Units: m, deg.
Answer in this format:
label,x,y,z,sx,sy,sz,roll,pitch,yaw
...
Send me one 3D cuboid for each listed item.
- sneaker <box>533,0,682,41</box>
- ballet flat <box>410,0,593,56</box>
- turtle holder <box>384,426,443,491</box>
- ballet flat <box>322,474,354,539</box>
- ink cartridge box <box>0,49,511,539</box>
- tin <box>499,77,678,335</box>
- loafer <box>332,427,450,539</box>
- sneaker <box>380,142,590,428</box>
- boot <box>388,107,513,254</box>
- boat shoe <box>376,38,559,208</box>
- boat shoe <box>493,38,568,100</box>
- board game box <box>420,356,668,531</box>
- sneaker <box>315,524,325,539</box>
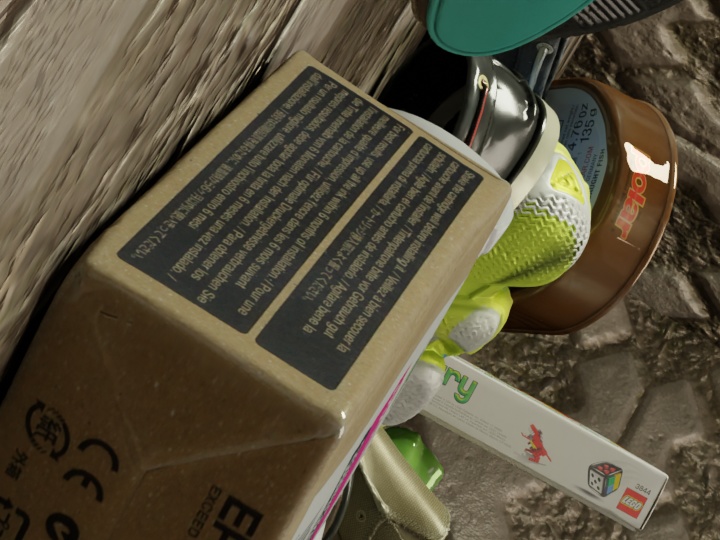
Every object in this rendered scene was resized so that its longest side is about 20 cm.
label,x,y,z,sx,sy,sz,roll,pitch,yaw
sneaker,0.106,-0.171,0.917,0.200,0.121,0.084,-23,144,6
ballet flat,0.077,-0.143,0.777,0.200,0.070,0.065,-42,-133,46
turtle holder,-0.041,0.164,1.252,0.186,0.132,0.141,-57,176,-26
ballet flat,-0.060,0.122,1.111,0.200,0.068,0.068,-49,172,30
ink cartridge box,-0.052,0.063,0.644,0.200,0.075,0.165,-62,175,27
tin,0.066,-0.031,1.137,0.200,0.042,0.112,-1,-116,58
loafer,0.007,0.111,1.163,0.067,0.201,0.076,-15,178,1
sneaker,0.016,-0.004,1.089,0.200,0.076,0.105,-35,-139,26
boot,-0.015,0.008,0.876,0.096,0.074,0.200,-54,171,24
boat shoe,-0.002,-0.001,0.989,0.202,0.063,0.074,-56,-142,-4
boat shoe,0.091,-0.141,1.039,0.200,0.068,0.072,-62,176,39
board game box,0.058,0.068,1.279,0.035,0.200,0.126,-61,178,-1
sneaker,-0.084,0.154,1.050,0.200,0.075,0.114,-56,180,-7
